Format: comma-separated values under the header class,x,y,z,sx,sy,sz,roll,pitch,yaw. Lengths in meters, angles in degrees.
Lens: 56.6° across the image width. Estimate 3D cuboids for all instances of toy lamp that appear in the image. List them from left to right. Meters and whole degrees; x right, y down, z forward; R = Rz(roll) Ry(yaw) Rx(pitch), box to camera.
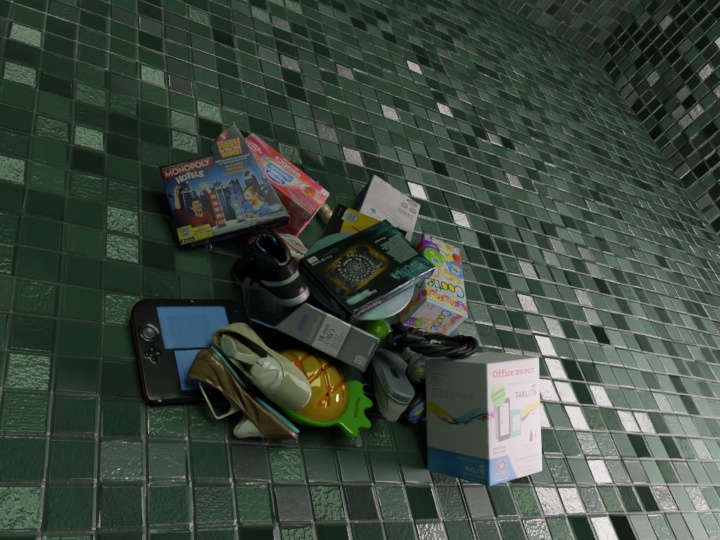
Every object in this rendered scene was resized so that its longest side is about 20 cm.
class,x,y,z,sx,sy,sz,roll,pitch,yaw
toy lamp,-0.060,-0.107,1.423,0.058,0.058,0.200,-19,65,-47

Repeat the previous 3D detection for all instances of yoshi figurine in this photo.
class,x,y,z,sx,sy,sz,roll,pitch,yaw
yoshi figurine,0.017,0.080,1.271,0.112,0.112,0.200,34,44,-22

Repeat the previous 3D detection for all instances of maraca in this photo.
class,x,y,z,sx,sy,sz,roll,pitch,yaw
maraca,-0.067,0.197,1.087,0.200,0.107,0.137,28,40,-16

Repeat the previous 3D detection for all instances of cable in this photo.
class,x,y,z,sx,sy,sz,roll,pitch,yaw
cable,0.133,0.124,1.214,0.163,0.051,0.200,3,-1,10

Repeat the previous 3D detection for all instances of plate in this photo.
class,x,y,z,sx,sy,sz,roll,pitch,yaw
plate,0.000,0.000,1.163,0.200,0.026,0.200,9,47,-9

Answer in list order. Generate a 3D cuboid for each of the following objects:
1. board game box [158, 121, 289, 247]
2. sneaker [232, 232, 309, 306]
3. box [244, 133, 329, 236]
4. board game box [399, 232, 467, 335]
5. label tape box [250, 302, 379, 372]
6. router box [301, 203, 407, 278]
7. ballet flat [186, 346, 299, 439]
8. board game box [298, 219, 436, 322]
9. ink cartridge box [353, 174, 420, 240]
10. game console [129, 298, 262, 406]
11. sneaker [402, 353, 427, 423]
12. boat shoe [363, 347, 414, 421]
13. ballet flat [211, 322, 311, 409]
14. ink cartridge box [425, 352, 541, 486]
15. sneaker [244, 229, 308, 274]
class,x,y,z,sx,sy,sz,roll,pitch,yaw
board game box,-0.254,-0.159,1.225,0.200,0.062,0.200,-15,82,-12
sneaker,-0.165,-0.021,1.140,0.073,0.112,0.200,-35,35,-29
box,-0.180,-0.163,1.343,0.200,0.103,0.095,38,40,-5
board game box,0.148,0.036,1.418,0.103,0.105,0.200,23,41,-20
label tape box,-0.075,0.097,1.120,0.200,0.144,0.063,26,84,-2
router box,-0.010,-0.024,1.238,0.149,0.051,0.200,22,44,1
ballet flat,-0.184,0.204,1.012,0.200,0.068,0.072,46,76,-11
board game box,0.014,-0.005,1.134,0.200,0.028,0.135,-27,61,-34
ink cartridge box,0.055,-0.125,1.517,0.136,0.076,0.200,33,41,-11
game console,-0.257,0.124,1.062,0.200,0.031,0.177,2,52,-37
sneaker,0.111,0.208,1.266,0.083,0.071,0.200,20,41,5
boat shoe,0.045,0.211,1.198,0.074,0.086,0.202,22,13,-15
ballet flat,-0.158,0.143,1.016,0.200,0.070,0.069,33,30,35
ink cartridge box,0.214,0.250,1.170,0.147,0.146,0.201,0,88,-39
sneaker,-0.119,-0.028,1.283,0.200,0.078,0.082,28,39,-16
